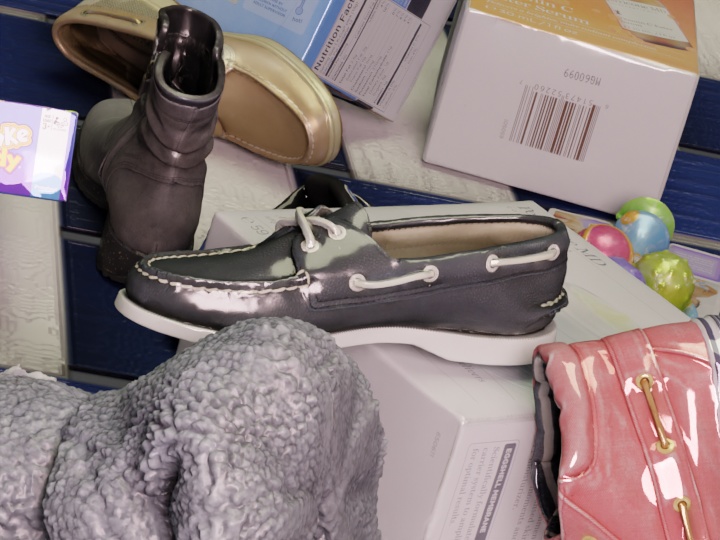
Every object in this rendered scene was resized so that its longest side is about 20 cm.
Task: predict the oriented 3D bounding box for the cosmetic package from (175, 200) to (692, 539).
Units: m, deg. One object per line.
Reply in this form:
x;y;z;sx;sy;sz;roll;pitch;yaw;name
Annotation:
0.050;0.063;1.328;0.200;0.123;0.199;-2;28;-39;cosmetic package

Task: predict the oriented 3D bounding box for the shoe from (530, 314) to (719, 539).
0.122;0.122;1.188;0.091;0.201;0.071;-6;1;-8;shoe

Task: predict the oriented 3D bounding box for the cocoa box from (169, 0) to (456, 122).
-0.054;-0.200;1.794;0.200;0.134;0.131;27;2;31;cocoa box

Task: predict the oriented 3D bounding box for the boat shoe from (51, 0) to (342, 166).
-0.098;-0.111;1.708;0.200;0.072;0.065;32;41;28;boat shoe

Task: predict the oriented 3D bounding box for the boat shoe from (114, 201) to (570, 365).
-0.005;-0.001;1.204;0.200;0.060;0.076;1;20;-28;boat shoe

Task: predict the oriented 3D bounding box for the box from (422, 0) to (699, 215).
0.130;-0.130;1.846;0.152;0.107;0.200;15;23;-1;box

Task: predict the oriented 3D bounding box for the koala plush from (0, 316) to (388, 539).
-0.105;0.093;1.121;0.200;0.184;0.177;11;20;19;koala plush

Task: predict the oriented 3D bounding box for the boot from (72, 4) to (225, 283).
-0.105;-0.086;1.555;0.070;0.132;0.200;8;24;-18;boot

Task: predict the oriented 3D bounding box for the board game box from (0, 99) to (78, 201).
-0.230;-0.068;1.452;0.134;0.045;0.200;8;1;-18;board game box

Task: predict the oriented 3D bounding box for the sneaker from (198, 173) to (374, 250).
0.000;0.000;1.482;0.200;0.089;0.079;-2;30;-37;sneaker

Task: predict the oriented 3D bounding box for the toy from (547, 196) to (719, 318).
0.152;0.001;1.634;0.115;0.047;0.200;17;22;6;toy
